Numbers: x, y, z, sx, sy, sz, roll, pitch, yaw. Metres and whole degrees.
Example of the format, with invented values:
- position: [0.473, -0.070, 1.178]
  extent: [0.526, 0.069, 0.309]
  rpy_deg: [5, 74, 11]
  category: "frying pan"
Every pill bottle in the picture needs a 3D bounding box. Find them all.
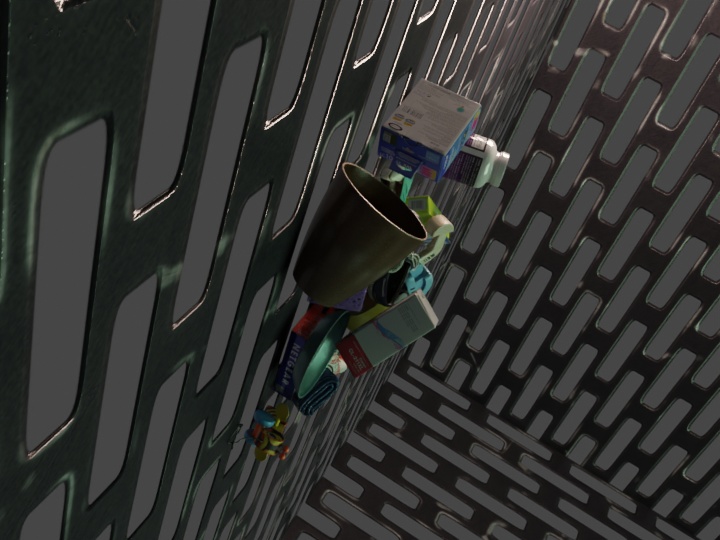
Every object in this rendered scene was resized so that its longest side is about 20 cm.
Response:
- position: [0.229, -0.256, 1.865]
  extent: [0.112, 0.197, 0.114]
  rpy_deg: [19, 90, -86]
  category: "pill bottle"

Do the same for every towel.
- position: [-0.107, 0.263, 1.860]
  extent: [0.111, 0.049, 0.200]
  rpy_deg: [-42, -172, -7]
  category: "towel"

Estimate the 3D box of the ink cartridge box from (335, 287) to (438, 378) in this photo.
- position: [0.059, 0.128, 1.714]
  extent: [0.198, 0.084, 0.146]
  rpy_deg: [-33, 178, 8]
  category: "ink cartridge box"

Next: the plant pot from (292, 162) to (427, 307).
- position: [-0.019, -0.042, 1.392]
  extent: [0.201, 0.187, 0.187]
  rpy_deg: [-49, 174, 18]
  category: "plant pot"

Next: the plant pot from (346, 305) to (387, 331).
- position: [0.059, 0.103, 2.006]
  extent: [0.199, 0.143, 0.200]
  rpy_deg: [-39, -175, 4]
  category: "plant pot"

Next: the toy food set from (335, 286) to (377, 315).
- position: [0.000, 0.000, 1.710]
  extent: [0.197, 0.048, 0.202]
  rpy_deg: [-41, 136, -23]
  category: "toy food set"

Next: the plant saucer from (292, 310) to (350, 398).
- position: [-0.085, 0.161, 1.671]
  extent: [0.202, 0.036, 0.201]
  rpy_deg: [-58, 169, -18]
  category: "plant saucer"

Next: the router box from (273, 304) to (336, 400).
- position: [-0.106, 0.154, 1.792]
  extent: [0.180, 0.048, 0.202]
  rpy_deg: [-50, 165, -47]
  category: "router box"

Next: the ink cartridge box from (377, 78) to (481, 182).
- position: [0.121, -0.255, 1.547]
  extent: [0.201, 0.135, 0.077]
  rpy_deg: [-53, 163, -36]
  category: "ink cartridge box"

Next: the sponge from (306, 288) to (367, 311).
- position: [-0.036, 0.005, 1.555]
  extent: [0.201, 0.109, 0.030]
  rpy_deg: [106, -7, -54]
  category: "sponge"

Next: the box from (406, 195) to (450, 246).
- position: [0.125, -0.108, 1.866]
  extent: [0.200, 0.120, 0.049]
  rpy_deg: [40, 50, -64]
  category: "box"

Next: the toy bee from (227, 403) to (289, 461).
- position: [-0.195, 0.355, 1.742]
  extent: [0.200, 0.108, 0.132]
  rpy_deg: [-46, 164, -55]
  category: "toy bee"

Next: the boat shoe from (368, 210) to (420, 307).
- position: [0.080, -0.023, 1.693]
  extent: [0.074, 0.062, 0.202]
  rpy_deg: [28, 89, -41]
  category: "boat shoe"

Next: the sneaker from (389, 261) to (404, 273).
- position: [-0.002, -0.087, 1.565]
  extent: [0.084, 0.120, 0.201]
  rpy_deg: [-45, 127, -13]
  category: "sneaker"

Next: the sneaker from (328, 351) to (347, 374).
- position: [-0.088, 0.251, 2.109]
  extent: [0.109, 0.067, 0.202]
  rpy_deg: [-57, 166, -15]
  category: "sneaker"

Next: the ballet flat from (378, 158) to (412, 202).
- position: [0.062, -0.163, 1.635]
  extent: [0.070, 0.066, 0.204]
  rpy_deg: [-4, 106, -61]
  category: "ballet flat"

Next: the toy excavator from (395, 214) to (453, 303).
- position: [0.123, -0.011, 1.825]
  extent: [0.198, 0.100, 0.196]
  rpy_deg: [-34, 142, -10]
  category: "toy excavator"
